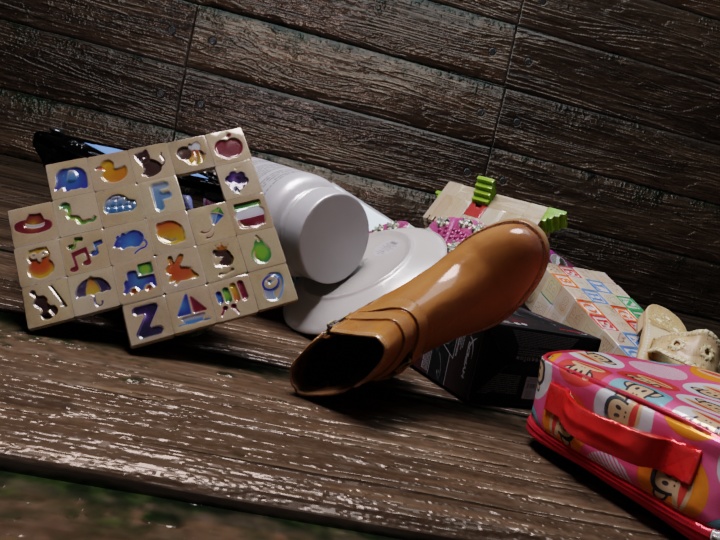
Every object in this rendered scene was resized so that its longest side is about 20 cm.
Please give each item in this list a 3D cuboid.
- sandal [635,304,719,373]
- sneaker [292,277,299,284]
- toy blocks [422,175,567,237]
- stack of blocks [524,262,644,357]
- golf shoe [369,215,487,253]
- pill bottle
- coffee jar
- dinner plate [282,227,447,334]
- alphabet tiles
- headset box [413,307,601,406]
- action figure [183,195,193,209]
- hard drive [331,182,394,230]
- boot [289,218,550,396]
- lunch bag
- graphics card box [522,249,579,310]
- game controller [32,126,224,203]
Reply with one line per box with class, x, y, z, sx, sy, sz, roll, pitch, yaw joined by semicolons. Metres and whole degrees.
sandal;0.325;0.080;0.664;0.077;0.070;0.212;26;32;2
sneaker;-0.070;0.020;0.849;0.197;0.079;0.086;13;23;27
toy blocks;0.151;-0.037;0.866;0.198;0.137;0.101;20;-32;33
stack of blocks;0.295;0.073;0.794;0.113;0.059;0.201;9;29;-24
golf shoe;0.091;-0.013;0.806;0.198;0.092;0.076;3;42;43
pill bottle;-0.087;-0.059;0.747;0.112;0.116;0.199;8;10;-42
coffee jar;-0.201;-0.016;0.616;0.198;0.105;0.086;18;-28;39
dinner plate;0.000;0.000;0.730;0.197;0.025;0.201;-19;26;10
alphabet tiles;-0.167;-0.025;0.523;0.196;0.170;0.008;-15;-20;-17
headset box;0.120;0.070;0.687;0.146;0.079;0.199;10;8;-27
action figure;-0.235;-0.033;0.791;0.202;0.104;0.193;56;-19;-13
hard drive;0.002;-0.031;0.923;0.198;0.027;0.132;33;55;14
boot;0.045;0.030;0.507;0.198;0.078;0.155;-29;-8;27
lunch bag;0.215;0.114;0.449;0.173;0.084;0.199;10;7;-29
graphics card box;0.265;0.030;0.937;0.198;0.051;0.126;32;45;-2
game controller;-0.210;-0.099;0.645;0.103;0.043;0.199;16;8;31
